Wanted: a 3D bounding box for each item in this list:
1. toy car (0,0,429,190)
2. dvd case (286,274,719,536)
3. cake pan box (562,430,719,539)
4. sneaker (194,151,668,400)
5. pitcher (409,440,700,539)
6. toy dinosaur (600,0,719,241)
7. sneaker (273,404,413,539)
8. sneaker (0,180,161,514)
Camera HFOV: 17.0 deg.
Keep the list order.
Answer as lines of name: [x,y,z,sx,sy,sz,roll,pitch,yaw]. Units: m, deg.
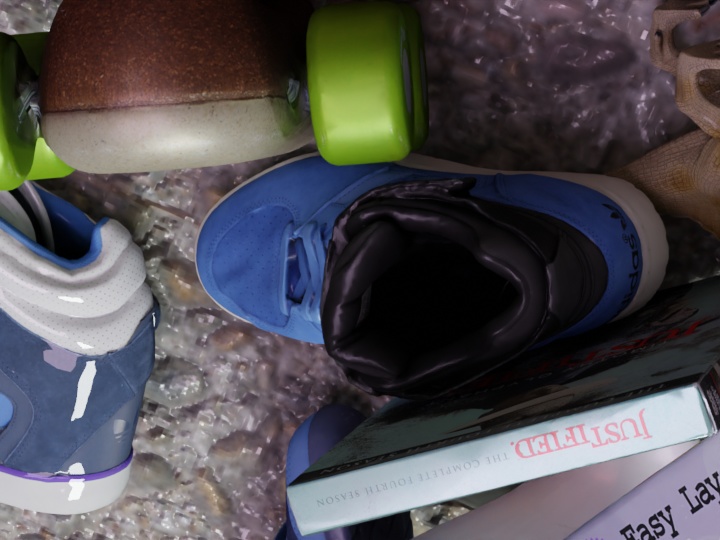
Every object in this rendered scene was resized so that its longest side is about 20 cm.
toy car: [-0.067,-0.134,0.842,0.163,0.158,0.201,-4,95,6]
dvd case: [0.074,0.040,0.839,0.145,0.200,0.022,-16,97,23]
cake pan box: [0.185,0.049,0.819,0.184,0.200,0.052,-40,75,41]
sneaker: [0.000,-0.001,0.873,0.199,0.111,0.077,4,102,33]
pitcher: [0.069,0.162,0.940,0.121,0.200,0.172,18,148,56]
toy dinosaur: [0.133,-0.044,0.861,0.199,0.058,0.101,-7,121,21]
sneaker: [-0.019,0.146,1.021,0.082,0.074,0.201,4,122,17]
sneaker: [-0.178,0.010,0.986,0.199,0.081,0.147,13,116,13]
